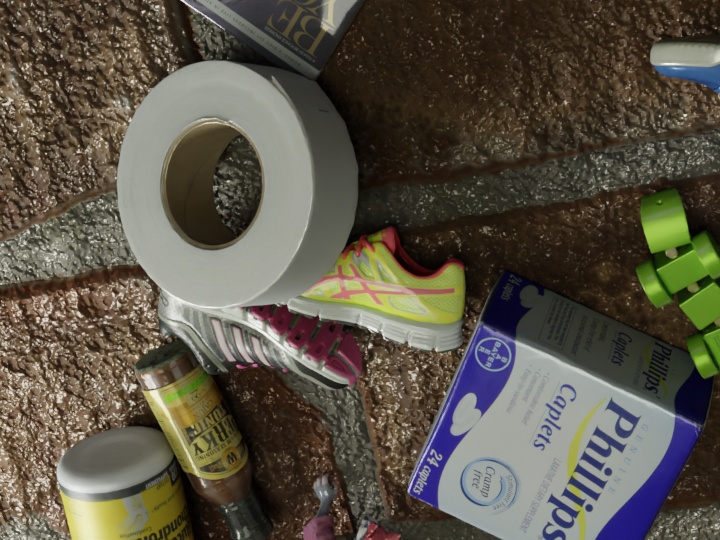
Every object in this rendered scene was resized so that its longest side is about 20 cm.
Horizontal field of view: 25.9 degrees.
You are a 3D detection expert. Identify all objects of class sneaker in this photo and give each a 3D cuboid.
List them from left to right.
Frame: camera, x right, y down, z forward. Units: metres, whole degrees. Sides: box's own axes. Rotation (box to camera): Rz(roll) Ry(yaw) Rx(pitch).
[{"bbox_3d":[-0.095,0.059,1.382,0.199,0.074,0.088,26,127,1],"label":"sneaker"},{"bbox_3d":[0.000,0.000,1.332,0.199,0.078,0.091,15,105,5],"label":"sneaker"},{"bbox_3d":[0.313,-0.113,1.180,0.199,0.077,0.112,8,106,6],"label":"sneaker"}]

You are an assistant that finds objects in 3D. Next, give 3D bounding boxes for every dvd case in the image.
[{"bbox_3d":[-0.052,-0.267,1.257,0.148,0.016,0.200,35,118,-1],"label":"dvd case"}]

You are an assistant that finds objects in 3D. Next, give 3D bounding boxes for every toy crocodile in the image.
[{"bbox_3d":[0.281,0.025,1.265,0.067,0.062,0.200,-30,107,20],"label":"toy crocodile"}]

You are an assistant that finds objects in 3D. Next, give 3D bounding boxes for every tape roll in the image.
[{"bbox_3d":[-0.102,-0.071,1.284,0.202,0.071,0.204,1,92,32],"label":"tape roll"}]

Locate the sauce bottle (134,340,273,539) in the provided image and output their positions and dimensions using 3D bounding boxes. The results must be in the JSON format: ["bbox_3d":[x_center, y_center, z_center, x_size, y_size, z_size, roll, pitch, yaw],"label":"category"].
[{"bbox_3d":[-0.139,0.162,1.443,0.064,0.065,0.201,-19,108,23],"label":"sauce bottle"}]

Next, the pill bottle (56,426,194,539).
[{"bbox_3d":[-0.213,0.257,1.478,0.111,0.112,0.201,-2,112,17],"label":"pill bottle"}]

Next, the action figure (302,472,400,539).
[{"bbox_3d":[-0.033,0.288,1.427,0.134,0.149,0.200,39,132,4],"label":"action figure"}]

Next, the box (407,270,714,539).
[{"bbox_3d":[0.167,0.134,1.316,0.199,0.105,0.185,24,118,5],"label":"box"}]
